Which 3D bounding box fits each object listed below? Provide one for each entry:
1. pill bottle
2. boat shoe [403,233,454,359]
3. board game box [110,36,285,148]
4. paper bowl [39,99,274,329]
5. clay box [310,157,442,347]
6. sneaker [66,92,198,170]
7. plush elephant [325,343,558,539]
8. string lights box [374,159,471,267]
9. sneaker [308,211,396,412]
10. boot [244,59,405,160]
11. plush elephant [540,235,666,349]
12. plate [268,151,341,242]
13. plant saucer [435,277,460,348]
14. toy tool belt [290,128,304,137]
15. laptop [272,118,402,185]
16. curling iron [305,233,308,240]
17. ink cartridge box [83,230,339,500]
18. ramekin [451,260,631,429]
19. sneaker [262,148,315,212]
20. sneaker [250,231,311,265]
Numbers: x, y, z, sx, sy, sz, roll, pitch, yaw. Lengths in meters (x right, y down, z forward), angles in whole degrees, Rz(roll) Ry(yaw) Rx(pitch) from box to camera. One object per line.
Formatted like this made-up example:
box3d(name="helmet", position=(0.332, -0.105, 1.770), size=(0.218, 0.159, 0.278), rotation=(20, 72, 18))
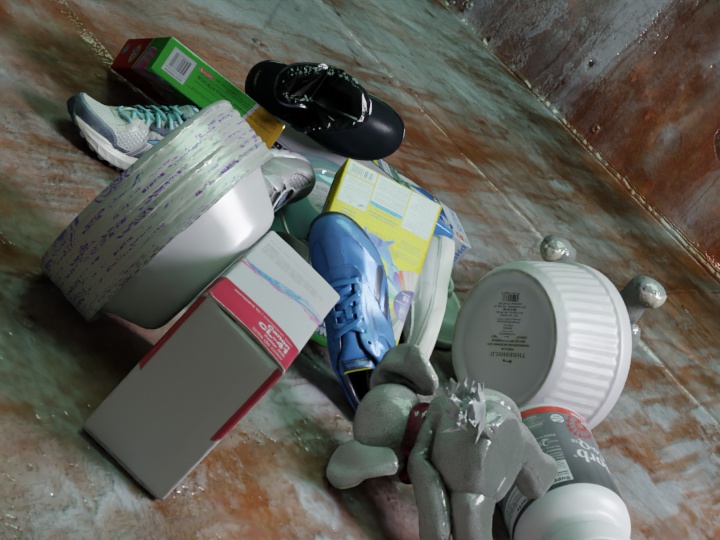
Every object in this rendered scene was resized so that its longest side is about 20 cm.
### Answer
box3d(name="pill bottle", position=(0.195, 0.229, 1.453), size=(0.115, 0.116, 0.201), rotation=(33, 20, -26))
box3d(name="boat shoe", position=(0.060, 0.030, 1.664), size=(0.068, 0.072, 0.202), rotation=(15, 51, -2))
box3d(name="board game box", position=(-0.178, -0.188, 1.612), size=(0.152, 0.041, 0.200), rotation=(37, -6, -21))
box3d(name="paper bowl", position=(-0.148, -0.033, 1.195), size=(0.104, 0.200, 0.201), rotation=(47, 18, -3))
box3d(name="clay box", position=(0.000, 0.000, 1.522), size=(0.114, 0.048, 0.202), rotation=(26, 63, -11))
box3d(name="sneaker", position=(-0.203, -0.140, 1.510), size=(0.199, 0.086, 0.078), rotation=(27, 22, -39))
box3d(name="plush elephant", position=(0.058, 0.156, 1.316), size=(0.153, 0.165, 0.201), rotation=(12, -40, 35))
box3d(name="string lights box", position=(0.044, -0.083, 1.945), size=(0.199, 0.059, 0.103), rotation=(34, 18, -26))
box3d(name="sneaker", position=(-0.005, 0.046, 1.408), size=(0.079, 0.065, 0.203), rotation=(-70, 147, -70))
box3d(name="boot", position=(-0.020, -0.165, 1.598), size=(0.198, 0.077, 0.168), rotation=(23, 3, -21))
box3d(name="plush elephant", position=(0.249, 0.086, 1.837), size=(0.163, 0.201, 0.155), rotation=(30, 40, 5))
box3d(name="plate", position=(-0.035, -0.046, 1.611), size=(0.198, 0.026, 0.202), rotation=(20, 52, -28))
box3d(name="plant saucer", position=(0.058, 0.005, 1.788), size=(0.199, 0.050, 0.201), rotation=(38, 19, -15))
box3d(name="toy tool belt", position=(-0.057, -0.134, 1.797), size=(0.200, 0.124, 0.124), rotation=(-20, 90, -69))
box3d(name="laptop", position=(-0.049, -0.071, 1.640), size=(0.187, 0.201, 0.116), rotation=(38, -16, -14))
box3d(name="curling iron", position=(-0.006, 0.034, 1.549), size=(0.049, 0.026, 0.202), rotation=(-15, 76, -30))
box3d(name="ink cartridge box", position=(-0.106, 0.066, 1.143), size=(0.086, 0.148, 0.200), rotation=(43, 18, 0))
box3d(name="ramekin", position=(0.191, 0.084, 1.665), size=(0.104, 0.201, 0.201), rotation=(11, 34, -40))
box3d(name="sneaker", position=(-0.114, -0.061, 1.496), size=(0.199, 0.075, 0.082), rotation=(-20, 58, -42))
box3d(name="sneaker", position=(-0.095, 0.007, 1.434), size=(0.090, 0.076, 0.200), rotation=(30, 19, -15))
